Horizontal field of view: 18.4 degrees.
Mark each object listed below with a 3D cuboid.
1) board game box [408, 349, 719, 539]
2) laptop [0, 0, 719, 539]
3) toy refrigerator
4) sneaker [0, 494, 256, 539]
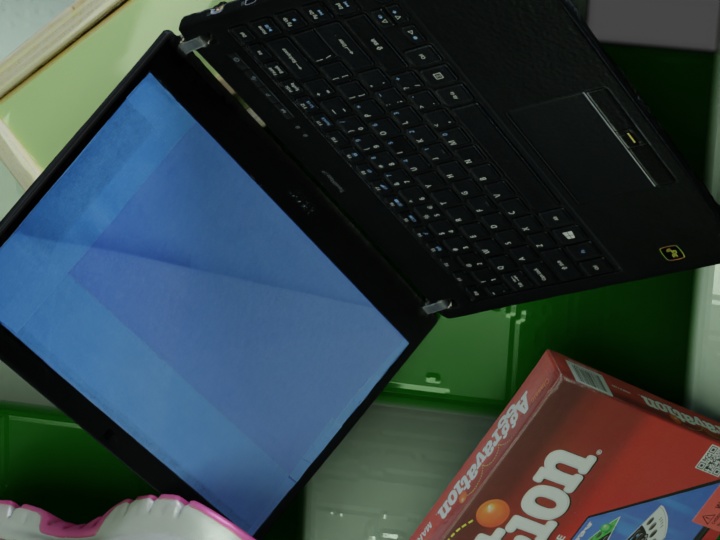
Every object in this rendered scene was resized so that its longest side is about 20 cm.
[{"bbox_3d":[0.056,0.126,0.827,0.103,0.019,0.200,23,114,-26],"label":"board game box"},{"bbox_3d":[0.000,0.000,0.739,0.199,0.104,0.177,-12,140,32],"label":"laptop"},{"bbox_3d":[-0.040,-0.092,0.782,0.200,0.070,0.076,-34,96,20],"label":"toy refrigerator"},{"bbox_3d":[-0.111,0.140,0.826,0.081,0.089,0.200,37,149,-28],"label":"sneaker"}]
